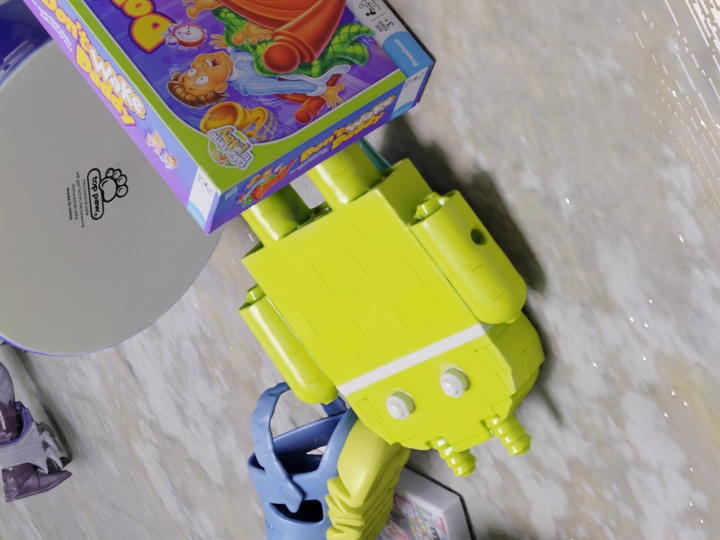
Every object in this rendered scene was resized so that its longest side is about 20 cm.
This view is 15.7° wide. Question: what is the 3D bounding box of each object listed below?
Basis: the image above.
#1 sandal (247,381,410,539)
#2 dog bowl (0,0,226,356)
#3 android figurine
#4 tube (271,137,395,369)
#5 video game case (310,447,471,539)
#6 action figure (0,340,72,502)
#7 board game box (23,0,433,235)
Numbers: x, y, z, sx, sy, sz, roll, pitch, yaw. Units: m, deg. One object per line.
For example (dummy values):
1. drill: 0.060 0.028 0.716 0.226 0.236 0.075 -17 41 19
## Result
1. sandal: -0.027 0.125 1.503 0.087 0.080 0.200 31 141 11
2. dog bowl: -0.166 -0.057 1.458 0.079 0.200 0.201 27 142 43
3. android figurine: 0.015 0.020 1.352 0.182 0.041 0.200 -24 105 47
4. tube: 0.000 0.000 1.412 0.077 0.050 0.200 39 148 3
5. video game case: 0.035 0.197 1.600 0.143 0.018 0.201 25 140 49
6. action figure: -0.285 0.074 1.993 0.201 0.069 0.130 66 161 -10
7. board game box: -0.079 -0.134 1.288 0.200 0.134 0.045 51 155 13
